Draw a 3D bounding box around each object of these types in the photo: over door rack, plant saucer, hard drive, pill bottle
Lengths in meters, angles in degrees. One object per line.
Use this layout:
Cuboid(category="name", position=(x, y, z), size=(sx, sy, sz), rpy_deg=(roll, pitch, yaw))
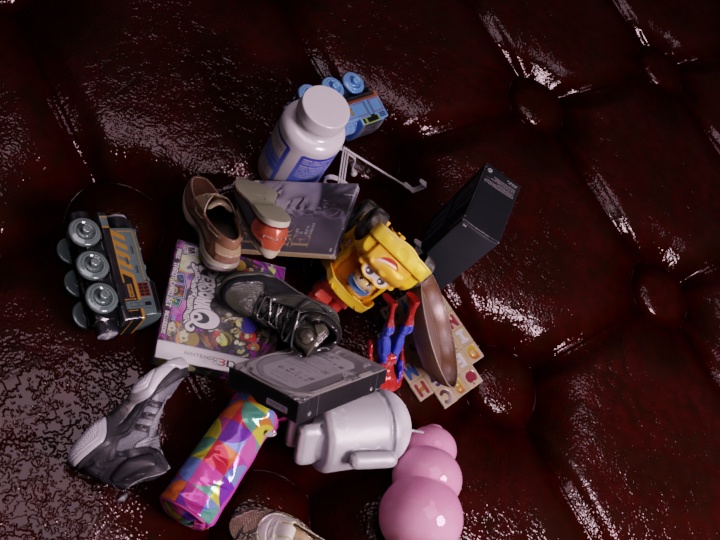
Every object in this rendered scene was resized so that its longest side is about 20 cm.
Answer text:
Cuboid(category="over door rack", position=(0.017, -0.122, 1.359), size=(0.200, 0.067, 0.148), rpy_deg=(20, 59, -24))
Cuboid(category="plant saucer", position=(0.116, 0.097, 1.240), size=(0.034, 0.200, 0.201), rpy_deg=(-14, 65, 14))
Cuboid(category="hard drive", position=(-0.073, 0.154, 1.099), size=(0.140, 0.038, 0.200), rpy_deg=(20, 18, 35))
Cuboid(category="pill bottle", position=(-0.092, -0.216, 1.268), size=(0.112, 0.200, 0.112), rpy_deg=(12, 60, -21))

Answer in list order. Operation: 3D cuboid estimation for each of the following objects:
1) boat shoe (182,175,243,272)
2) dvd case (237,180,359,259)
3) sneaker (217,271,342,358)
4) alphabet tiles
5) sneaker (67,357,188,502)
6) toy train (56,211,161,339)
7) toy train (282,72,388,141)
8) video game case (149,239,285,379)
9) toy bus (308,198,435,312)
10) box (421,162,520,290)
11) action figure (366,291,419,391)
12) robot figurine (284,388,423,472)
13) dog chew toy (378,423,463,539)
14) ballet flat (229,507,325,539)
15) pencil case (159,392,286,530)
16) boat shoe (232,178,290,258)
Cuboid(category="boat shoe", position=(-0.225, -0.087, 1.190), size=(0.076, 0.072, 0.200), rpy_deg=(0, 45, -35))
Cuboid(category="dvd case", position=(-0.114, -0.086, 1.229), size=(0.199, 0.016, 0.149), rpy_deg=(4, 55, 21))
Cuboid(category="sneaker", position=(-0.113, 0.065, 1.122), size=(0.199, 0.114, 0.076), rpy_deg=(27, 98, -18))
Cuboid(category="alphabet tiles", position=(0.123, 0.131, 1.313), size=(0.166, 0.006, 0.200), rpy_deg=(-28, 79, -35))
Cuboid(category="sneaker", position=(-0.285, 0.216, 1.028), size=(0.114, 0.075, 0.200), rpy_deg=(45, 60, 0))
Cuboid(category="toy train", position=(-0.363, 0.004, 1.098), size=(0.114, 0.085, 0.200), rpy_deg=(-3, 64, -41))
Cuboid(category="toy train", position=(-0.048, -0.291, 1.401), size=(0.200, 0.087, 0.114), rpy_deg=(-26, 84, -36))
Cuboid(category="video game case", position=(-0.213, 0.065, 1.162), size=(0.181, 0.036, 0.200), rpy_deg=(16, 59, -20))
Cuboid(category="toy bus", position=(0.000, 0.000, 1.206), size=(0.192, 0.200, 0.136), rpy_deg=(-44, 106, 1))
Cuboid(category="box", position=(0.178, -0.071, 1.327), size=(0.079, 0.200, 0.141), rpy_deg=(34, 55, -7))
Cuboid(category="action figure", position=(0.044, 0.125, 1.177), size=(0.065, 0.200, 0.052), rpy_deg=(-5, 30, -28))
Cuboid(category="robot figurine", position=(-0.009, 0.236, 1.126), size=(0.200, 0.113, 0.170), rpy_deg=(-2, 31, -26))
Cuboid(category="dog chew toy", position=(0.098, 0.323, 1.138), size=(0.124, 0.125, 0.200), rpy_deg=(26, 48, -12))
Cuboid(category="ballet flat", position=(-0.081, 0.378, 1.042), size=(0.200, 0.075, 0.068), rpy_deg=(30, 56, -9))
Cuboid(category="pencil case", position=(-0.188, 0.259, 1.046), size=(0.088, 0.088, 0.200), rpy_deg=(38, 57, -4))
Cuboid(category="boat shoe", position=(-0.160, -0.089, 1.191), size=(0.071, 0.063, 0.200), rpy_deg=(4, 26, -26))
